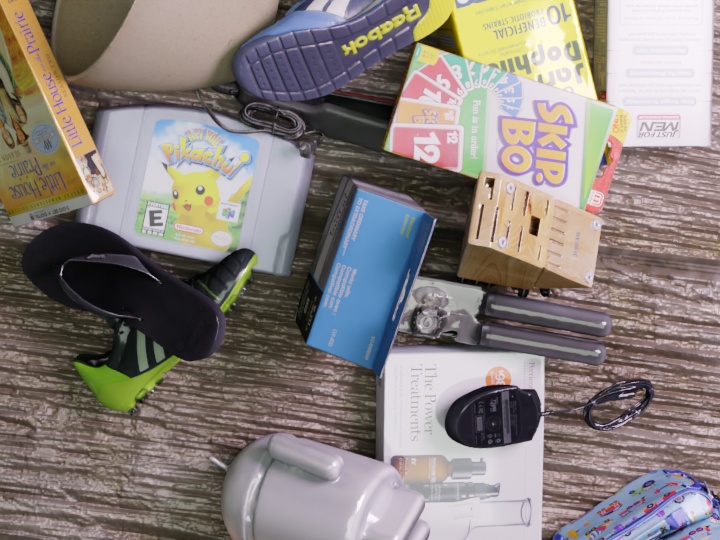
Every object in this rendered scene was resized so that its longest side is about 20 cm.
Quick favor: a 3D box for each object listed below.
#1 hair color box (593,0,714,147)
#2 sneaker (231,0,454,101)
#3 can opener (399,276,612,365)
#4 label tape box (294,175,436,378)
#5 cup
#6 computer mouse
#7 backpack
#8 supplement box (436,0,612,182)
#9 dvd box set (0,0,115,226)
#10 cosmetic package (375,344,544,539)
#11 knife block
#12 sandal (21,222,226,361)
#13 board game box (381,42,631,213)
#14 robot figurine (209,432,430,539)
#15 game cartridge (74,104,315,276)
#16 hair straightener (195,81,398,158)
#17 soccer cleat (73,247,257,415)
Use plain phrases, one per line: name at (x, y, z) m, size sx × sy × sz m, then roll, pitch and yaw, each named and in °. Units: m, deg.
hair color box at (0.264, -0.212, 1.749) m, size 0.099 × 0.061 × 0.200 m, roll -1°, pitch 97°, yaw -6°
sneaker at (-0.021, -0.209, 1.637) m, size 0.200 × 0.082 × 0.074 m, roll -26°, pitch 135°, yaw -11°
can opener at (0.125, 0.043, 1.755) m, size 0.200 × 0.067 × 0.053 m, roll 10°, pitch 98°, yaw 0°
label tape box at (0.000, 0.000, 1.677) m, size 0.063 × 0.200 × 0.144 m, roll 18°, pitch 95°, yaw -8°
cup at (-0.155, -0.232, 1.647) m, size 0.143 × 0.200 × 0.201 m, roll 19°, pitch 96°, yaw -28°
computer mouse at (0.170, 0.123, 1.756) m, size 0.200 × 0.034 × 0.059 m, roll -6°, pitch 107°, yaw -14°
backpack at (0.277, 0.281, 1.748) m, size 0.182 × 0.200 × 0.135 m, roll -31°, pitch 100°, yaw -1°
supplement box at (0.138, -0.179, 1.715) m, size 0.109 × 0.110 × 0.200 m, roll -16°, pitch 100°, yaw -4°
dvd box set at (-0.296, -0.141, 1.659) m, size 0.029 × 0.146 × 0.200 m, roll -31°, pitch 103°, yaw -36°
cosmetic package at (0.091, 0.169, 1.788) m, size 0.151 × 0.052 × 0.200 m, roll -1°, pitch 98°, yaw -9°
knife block at (0.111, -0.026, 1.688) m, size 0.200 × 0.175 × 0.064 m, roll 19°, pitch 75°, yaw -43°
sandal at (-0.208, 0.014, 1.681) m, size 0.200 × 0.043 × 0.076 m, roll 23°, pitch 100°, yaw 18°
board game box at (0.127, -0.119, 1.654) m, size 0.200 × 0.030 × 0.096 m, roll 17°, pitch 97°, yaw -9°
robot figurine at (-0.040, 0.212, 1.728) m, size 0.200 × 0.113 × 0.170 m, roll 15°, pitch 135°, yaw 22°
game cartridge at (-0.147, -0.078, 1.735) m, size 0.200 × 0.040 × 0.134 m, roll 11°, pitch 93°, yaw -8°
hair straightener at (-0.052, -0.137, 1.715) m, size 0.200 × 0.077 × 0.041 m, roll 15°, pitch 130°, yaw -9°
soccer cleat at (-0.174, 0.043, 1.720) m, size 0.081 × 0.068 × 0.200 m, roll 44°, pitch 105°, yaw -4°
